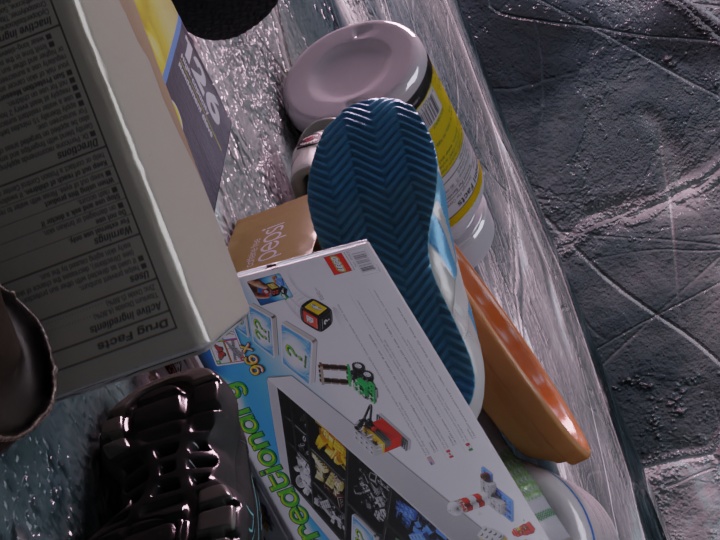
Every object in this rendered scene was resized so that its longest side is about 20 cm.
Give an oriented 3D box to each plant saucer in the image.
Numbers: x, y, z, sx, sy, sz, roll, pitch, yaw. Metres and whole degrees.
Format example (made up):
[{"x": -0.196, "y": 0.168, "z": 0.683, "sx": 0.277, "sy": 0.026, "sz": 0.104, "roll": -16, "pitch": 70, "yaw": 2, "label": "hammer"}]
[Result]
[{"x": 0.079, "y": 0.046, "z": 1.138, "sx": 0.200, "sy": 0.037, "sz": 0.200, "roll": 54, "pitch": 7, "yaw": -10, "label": "plant saucer"}]

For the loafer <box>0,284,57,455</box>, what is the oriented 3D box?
[{"x": -0.135, "y": 0.013, "z": 0.516, "sx": 0.200, "sy": 0.071, "sz": 0.073, "roll": 41, "pitch": 31, "yaw": -68, "label": "loafer"}]

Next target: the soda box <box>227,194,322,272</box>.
[{"x": -0.040, "y": 0.023, "z": 0.969, "sx": 0.200, "sy": 0.064, "sz": 0.068, "roll": -82, "pitch": 149, "yaw": -68, "label": "soda box"}]

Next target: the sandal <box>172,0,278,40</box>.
[{"x": -0.105, "y": -0.203, "z": 1.040, "sx": 0.045, "sy": 0.075, "sz": 0.200, "roll": 64, "pitch": 9, "yaw": 30, "label": "sandal"}]

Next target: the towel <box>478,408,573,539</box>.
[{"x": 0.072, "y": 0.158, "z": 1.044, "sx": 0.149, "sy": 0.031, "sz": 0.200, "roll": -17, "pitch": 65, "yaw": -46, "label": "towel"}]

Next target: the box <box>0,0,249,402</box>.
[{"x": -0.122, "y": -0.055, "z": 0.643, "sx": 0.078, "sy": 0.095, "sz": 0.200, "roll": -45, "pitch": 116, "yaw": -78, "label": "box"}]

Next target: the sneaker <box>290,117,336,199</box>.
[{"x": 0.000, "y": 0.000, "z": 1.212, "sx": 0.200, "sy": 0.074, "sz": 0.089, "roll": 61, "pitch": 22, "yaw": -15, "label": "sneaker"}]

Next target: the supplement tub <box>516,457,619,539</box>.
[{"x": 0.107, "y": 0.198, "z": 1.203, "sx": 0.200, "sy": 0.132, "sz": 0.132, "roll": 33, "pitch": 39, "yaw": -71, "label": "supplement tub"}]

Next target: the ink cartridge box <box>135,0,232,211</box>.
[{"x": -0.124, "y": -0.130, "z": 0.889, "sx": 0.200, "sy": 0.047, "sz": 0.198, "roll": -86, "pitch": 153, "yaw": -59, "label": "ink cartridge box"}]

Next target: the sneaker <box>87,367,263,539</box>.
[{"x": -0.064, "y": 0.114, "z": 0.677, "sx": 0.200, "sy": 0.075, "sz": 0.079, "roll": -86, "pitch": 156, "yaw": -63, "label": "sneaker"}]

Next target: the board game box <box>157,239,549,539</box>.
[{"x": -0.003, "y": 0.085, "z": 0.806, "sx": 0.200, "sy": 0.126, "sz": 0.035, "roll": 59, "pitch": -38, "yaw": 21, "label": "board game box"}]

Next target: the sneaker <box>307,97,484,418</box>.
[{"x": 0.020, "y": 0.001, "z": 0.971, "sx": 0.081, "sy": 0.076, "sz": 0.200, "roll": 63, "pitch": 17, "yaw": -70, "label": "sneaker"}]

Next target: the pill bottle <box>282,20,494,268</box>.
[{"x": 0.028, "y": -0.085, "z": 1.353, "sx": 0.114, "sy": 0.114, "sz": 0.200, "roll": -98, "pitch": 165, "yaw": -45, "label": "pill bottle"}]
